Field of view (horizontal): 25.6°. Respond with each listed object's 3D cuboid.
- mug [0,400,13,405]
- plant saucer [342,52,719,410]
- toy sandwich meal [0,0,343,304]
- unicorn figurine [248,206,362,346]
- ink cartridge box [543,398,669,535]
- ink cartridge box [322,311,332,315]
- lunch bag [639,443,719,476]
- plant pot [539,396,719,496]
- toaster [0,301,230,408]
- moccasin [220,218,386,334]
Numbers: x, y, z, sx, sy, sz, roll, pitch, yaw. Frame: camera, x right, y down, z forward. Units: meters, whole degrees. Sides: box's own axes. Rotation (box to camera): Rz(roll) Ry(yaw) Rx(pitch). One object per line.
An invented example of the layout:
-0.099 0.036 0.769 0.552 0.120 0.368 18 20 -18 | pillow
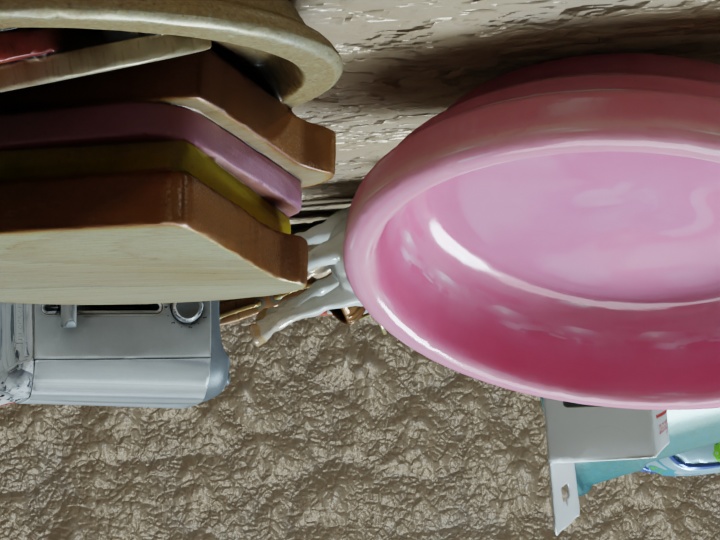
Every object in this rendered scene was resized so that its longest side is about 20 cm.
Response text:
-0.295 0.050 1.097 0.176 0.135 0.199 -3 -179 30 | mug
0.094 -0.012 0.556 0.198 0.051 0.201 7 152 3 | plant saucer
-0.093 -0.027 0.411 0.202 0.071 0.205 -4 177 0 | toy sandwich meal
0.000 0.000 0.877 0.136 0.075 0.201 -20 -152 1 | unicorn figurine
0.148 0.052 0.966 0.067 0.203 0.116 -4 177 15 | ink cartridge box
0.008 0.020 1.607 0.108 0.051 0.199 -1 175 -44 | ink cartridge box
0.272 0.059 1.263 0.159 0.203 0.082 -4 171 -21 | lunch bag
0.227 0.041 1.112 0.194 0.203 0.200 -12 175 15 | plant pot
-0.157 0.023 0.935 0.127 0.115 0.200 1 178 -19 | toaster
-0.011 0.005 1.015 0.199 0.079 0.074 -7 178 -19 | moccasin
